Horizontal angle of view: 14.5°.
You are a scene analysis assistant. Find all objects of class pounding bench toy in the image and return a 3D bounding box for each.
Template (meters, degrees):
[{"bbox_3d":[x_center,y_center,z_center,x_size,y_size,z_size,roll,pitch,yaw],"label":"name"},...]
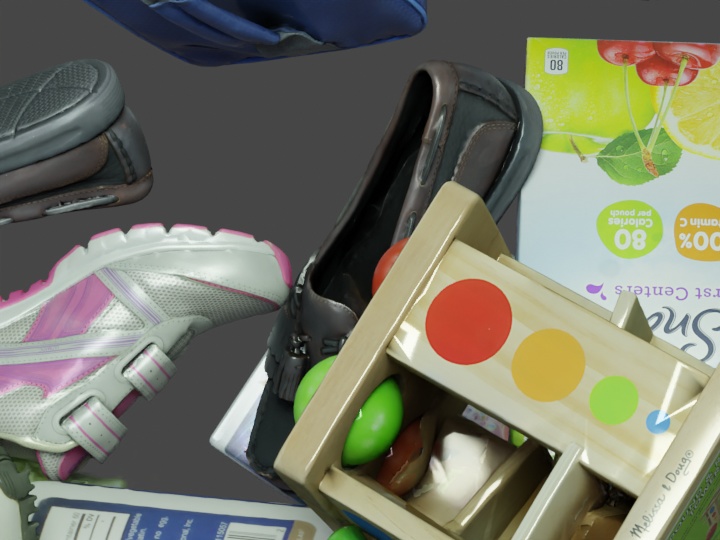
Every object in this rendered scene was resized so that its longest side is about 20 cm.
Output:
[{"bbox_3d":[0.043,0.096,1.062,0.155,0.124,0.201,28,80,20],"label":"pounding bench toy"}]

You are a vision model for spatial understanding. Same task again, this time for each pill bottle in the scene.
[{"bbox_3d":[-0.099,0.147,1.178,0.198,0.111,0.112,5,79,11],"label":"pill bottle"}]

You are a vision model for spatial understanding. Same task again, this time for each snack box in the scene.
[{"bbox_3d":[0.148,0.006,1.191,0.167,0.068,0.201,1,72,4],"label":"snack box"}]

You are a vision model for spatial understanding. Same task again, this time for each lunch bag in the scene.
[{"bbox_3d":[-0.055,-0.163,1.187,0.135,0.200,0.133,-10,72,25],"label":"lunch bag"}]

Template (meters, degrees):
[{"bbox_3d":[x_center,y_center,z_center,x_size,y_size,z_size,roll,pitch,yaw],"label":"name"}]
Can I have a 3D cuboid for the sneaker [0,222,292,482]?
[{"bbox_3d":[-0.119,0.043,1.220,0.199,0.081,0.089,-20,73,8],"label":"sneaker"}]

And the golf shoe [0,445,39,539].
[{"bbox_3d":[-0.199,0.148,1.109,0.077,0.088,0.200,43,109,18],"label":"golf shoe"}]

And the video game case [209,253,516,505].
[{"bbox_3d":[0.054,0.070,1.227,0.199,0.018,0.144,33,84,11],"label":"video game case"}]

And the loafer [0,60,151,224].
[{"bbox_3d":[-0.186,-0.028,1.230,0.199,0.072,0.063,-19,122,15],"label":"loafer"}]

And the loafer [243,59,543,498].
[{"bbox_3d":[0.000,0.000,1.184,0.072,0.063,0.201,39,101,46],"label":"loafer"}]
